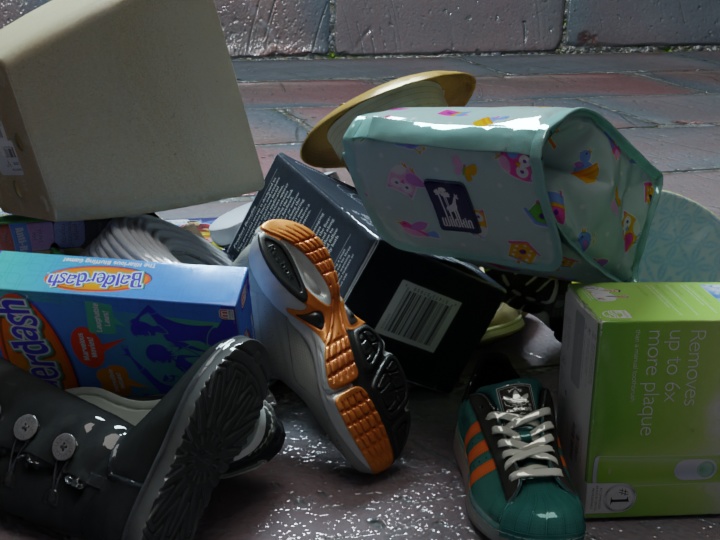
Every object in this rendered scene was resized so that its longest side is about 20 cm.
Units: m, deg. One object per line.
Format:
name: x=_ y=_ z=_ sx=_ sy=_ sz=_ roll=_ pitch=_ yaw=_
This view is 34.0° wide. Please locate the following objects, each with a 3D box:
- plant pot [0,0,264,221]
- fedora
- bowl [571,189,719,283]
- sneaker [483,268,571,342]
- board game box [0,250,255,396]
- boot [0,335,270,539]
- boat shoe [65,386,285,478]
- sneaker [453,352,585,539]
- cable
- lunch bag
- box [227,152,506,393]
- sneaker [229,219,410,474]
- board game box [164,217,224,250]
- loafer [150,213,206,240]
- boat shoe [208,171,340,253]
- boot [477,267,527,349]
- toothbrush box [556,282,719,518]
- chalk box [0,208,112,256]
plant pot: x=-0.229 y=-0.139 z=1.009 sx=0.177 sy=0.200 sz=0.200 roll=-25 pitch=21 yaw=-32
fedora: x=0.038 y=-0.119 z=1.141 sx=0.200 sy=0.082 sz=0.201 roll=-21 pitch=-11 yaw=-4
bowl: x=0.248 y=0.044 z=0.995 sx=0.200 sy=0.200 sz=0.108 roll=-12 pitch=-21 yaw=-37
sneaker: x=0.164 y=-0.003 z=1.065 sx=0.074 sy=0.200 sz=0.081 roll=-29 pitch=49 yaw=19
board game box: x=-0.176 y=0.061 z=0.863 sx=0.200 sy=0.152 sz=0.045 roll=4 pitch=41 yaw=8
boot: x=-0.177 y=0.096 z=0.788 sx=0.200 sy=0.066 sz=0.165 roll=12 pitch=62 yaw=33
boat shoe: x=-0.151 y=0.122 z=0.832 sx=0.200 sy=0.076 sz=0.060 roll=-2 pitch=-22 yaw=19
sneaker: x=0.105 y=0.121 z=0.817 sx=0.071 sy=0.080 sz=0.200 roll=-1 pitch=18 yaw=-10
cable: x=-0.141 y=0.023 z=1.001 sx=0.200 sy=0.069 sz=0.200 roll=31 pitch=9 yaw=-11
lunch bag: x=0.103 y=-0.062 z=0.862 sx=0.170 sy=0.122 sz=0.200 roll=10 pitch=-7 yaw=37
box: x=0.000 y=0.000 z=1.023 sx=0.148 sy=0.107 sz=0.200 roll=21 pitch=13 yaw=-35
sneaker: x=-0.037 y=0.065 z=0.885 sx=0.076 sy=0.200 sz=0.092 roll=-18 pitch=-13 yaw=-44
board game box: x=-0.193 y=-0.026 z=1.322 sx=0.200 sy=0.035 sz=0.135 roll=-3 pitch=18 yaw=-17
loafer: x=-0.180 y=-0.009 z=1.170 sx=0.200 sy=0.071 sz=0.073 roll=28 pitch=27 yaw=22
boat shoe: x=-0.072 y=-0.048 z=1.157 sx=0.069 sy=0.057 sz=0.200 roll=-9 pitch=13 yaw=33
boot: x=0.101 y=-0.013 z=1.099 sx=0.072 sy=0.155 sz=0.200 roll=-19 pitch=6 yaw=22
toothbrush box: x=0.246 y=0.088 z=0.829 sx=0.200 sy=0.146 sz=0.086 roll=0 pitch=17 yaw=-7
chalk box: x=-0.295 y=-0.005 z=1.105 sx=0.124 sy=0.125 sz=0.200 roll=-5 pitch=18 yaw=-21
